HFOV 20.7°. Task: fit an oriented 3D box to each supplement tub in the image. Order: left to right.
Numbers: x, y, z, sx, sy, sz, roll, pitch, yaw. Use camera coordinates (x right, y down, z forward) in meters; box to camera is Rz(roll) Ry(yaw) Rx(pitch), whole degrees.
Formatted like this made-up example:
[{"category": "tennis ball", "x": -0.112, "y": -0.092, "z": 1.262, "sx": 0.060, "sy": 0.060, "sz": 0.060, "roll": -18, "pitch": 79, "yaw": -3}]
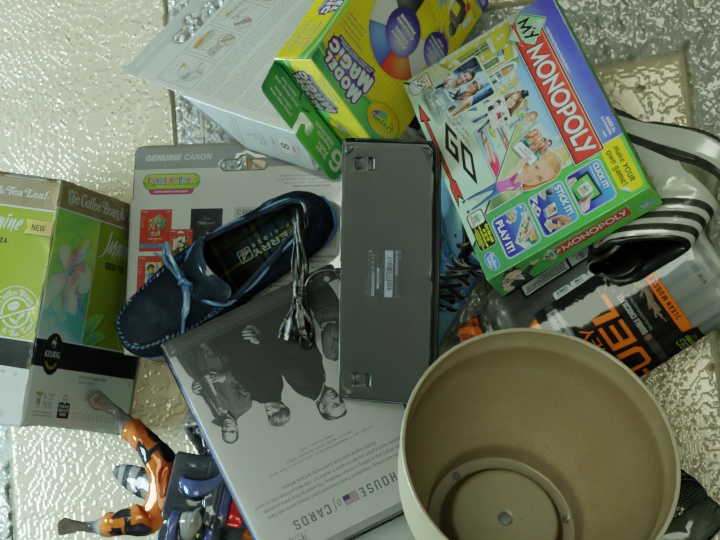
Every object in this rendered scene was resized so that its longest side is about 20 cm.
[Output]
[{"category": "supplement tub", "x": 0.183, "y": 0.031, "z": 1.515, "sx": 0.200, "sy": 0.122, "sz": 0.123, "roll": -34, "pitch": 76, "yaw": 10}]

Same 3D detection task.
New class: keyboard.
[{"category": "keyboard", "x": 0.000, "y": 0.000, "z": 1.484, "sx": 0.127, "sy": 0.021, "sz": 0.200, "roll": 4, "pitch": 97, "yaw": 17}]

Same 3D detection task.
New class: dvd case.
[{"category": "dvd case", "x": -0.044, "y": 0.114, "z": 1.510, "sx": 0.150, "sy": 0.025, "sz": 0.200, "roll": -25, "pitch": 77, "yaw": -10}]

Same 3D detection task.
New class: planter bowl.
[{"category": "planter bowl", "x": 0.117, "y": 0.160, "z": 1.424, "sx": 0.200, "sy": 0.135, "sz": 0.201, "roll": 5, "pitch": 59, "yaw": -8}]

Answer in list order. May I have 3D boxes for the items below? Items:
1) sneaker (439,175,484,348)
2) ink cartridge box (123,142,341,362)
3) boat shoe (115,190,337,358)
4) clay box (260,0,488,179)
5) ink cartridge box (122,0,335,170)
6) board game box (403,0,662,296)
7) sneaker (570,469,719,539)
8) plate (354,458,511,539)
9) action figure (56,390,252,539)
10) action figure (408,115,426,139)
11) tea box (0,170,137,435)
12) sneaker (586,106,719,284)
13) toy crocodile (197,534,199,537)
[{"category": "sneaker", "x": 0.068, "y": -0.014, "z": 1.508, "sx": 0.090, "sy": 0.078, "sz": 0.200, "roll": 36, "pitch": 112, "yaw": 53}, {"category": "ink cartridge box", "x": -0.085, "y": -0.013, "z": 1.616, "sx": 0.200, "sy": 0.084, "sz": 0.176, "roll": 0, "pitch": 83, "yaw": 16}, {"category": "boat shoe", "x": -0.116, "y": -0.006, "z": 1.544, "sx": 0.200, "sy": 0.069, "sz": 0.084, "roll": -40, "pitch": 75, "yaw": 7}, {"category": "clay box", "x": 0.013, "y": -0.176, "z": 1.524, "sx": 0.048, "sy": 0.115, "sz": 0.200, "roll": 5, "pitch": 54, "yaw": 44}, {"category": "ink cartridge box", "x": -0.069, "y": -0.173, "z": 1.617, "sx": 0.200, "sy": 0.057, "sz": 0.163, "roll": 18, "pitch": 55, "yaw": 36}, {"category": "board game box", "x": 0.123, "y": -0.096, "z": 1.446, "sx": 0.134, "sy": 0.029, "sz": 0.200, "roll": -31, "pitch": 53, "yaw": 13}, {"category": "sneaker", "x": 0.176, "y": 0.217, "z": 1.524, "sx": 0.199, "sy": 0.076, "sz": 0.114, "roll": -44, "pitch": 73, "yaw": 4}, {"category": "plate", "x": 0.028, "y": 0.167, "z": 1.547, "sx": 0.200, "sy": 0.032, "sz": 0.200, "roll": -21, "pitch": 53, "yaw": 9}, {"category": "action figure", "x": -0.130, "y": 0.153, "z": 1.568, "sx": 0.193, "sy": 0.105, "sz": 0.200, "roll": 13, "pitch": 74, "yaw": 23}, {"category": "action figure", "x": 0.125, "y": -0.097, "z": 1.577, "sx": 0.200, "sy": 0.069, "sz": 0.130, "roll": 36, "pitch": 87, "yaw": 13}, {"category": "tea box", "x": -0.274, "y": 0.027, "z": 1.605, "sx": 0.133, "sy": 0.200, "sz": 0.197, "roll": 6, "pitch": 86, "yaw": 17}, {"category": "sneaker", "x": 0.170, "y": -0.058, "z": 1.450, "sx": 0.200, "sy": 0.076, "sz": 0.115, "roll": 15, "pitch": 63, "yaw": 41}, {"category": "toy crocodile", "x": -0.064, "y": 0.242, "z": 1.599, "sx": 0.200, "sy": 0.062, "sz": 0.068, "roll": 24, "pitch": 132, "yaw": 17}]
